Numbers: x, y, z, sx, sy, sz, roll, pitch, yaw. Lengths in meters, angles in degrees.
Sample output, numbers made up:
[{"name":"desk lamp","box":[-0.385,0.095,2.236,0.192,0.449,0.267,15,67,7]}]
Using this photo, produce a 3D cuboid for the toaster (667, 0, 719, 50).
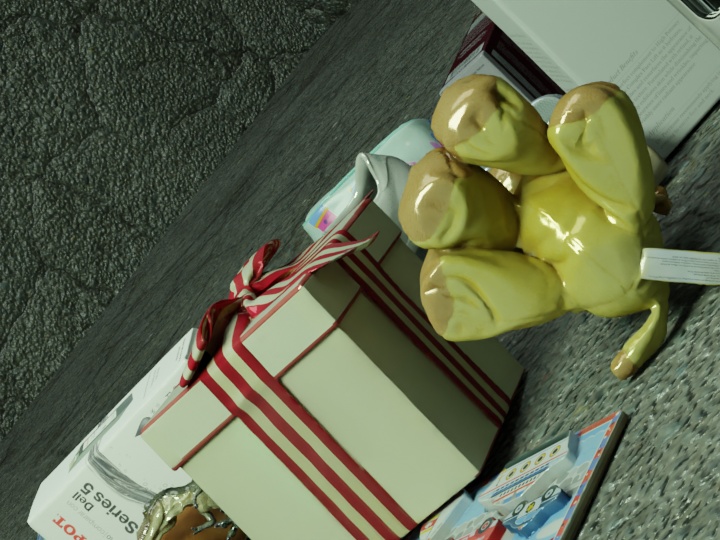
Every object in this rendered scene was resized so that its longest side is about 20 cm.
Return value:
[{"name":"toaster","box":[0.255,-0.200,1.131,0.119,0.181,0.200,-45,12,19]}]

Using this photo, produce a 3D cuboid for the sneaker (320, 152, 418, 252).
[{"name":"sneaker","box":[0.000,0.000,1.502,0.075,0.088,0.202,-5,69,49]}]

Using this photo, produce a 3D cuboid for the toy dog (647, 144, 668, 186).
[{"name":"toy dog","box":[0.139,-0.067,1.339,0.132,0.096,0.200,-52,12,-26]}]

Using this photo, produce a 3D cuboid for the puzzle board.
[{"name":"puzzle board","box":[0.061,0.164,1.042,0.200,0.017,0.151,-35,17,47]}]

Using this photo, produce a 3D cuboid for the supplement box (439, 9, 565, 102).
[{"name":"supplement box","box":[0.146,-0.185,1.692,0.061,0.109,0.200,-41,12,29]}]

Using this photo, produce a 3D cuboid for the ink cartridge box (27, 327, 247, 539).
[{"name":"ink cartridge box","box":[-0.155,0.173,1.499,0.200,0.145,0.084,-45,12,12]}]

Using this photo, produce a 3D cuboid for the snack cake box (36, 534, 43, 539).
[{"name":"snack cake box","box":[-0.268,0.266,1.816,0.115,0.067,0.200,-47,11,5]}]

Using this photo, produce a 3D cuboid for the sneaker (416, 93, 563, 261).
[{"name":"sneaker","box":[0.117,-0.072,1.557,0.200,0.073,0.071,-40,-6,16]}]

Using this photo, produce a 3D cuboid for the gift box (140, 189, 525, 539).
[{"name":"gift box","box":[-0.010,0.064,1.184,0.200,0.187,0.185,-44,5,21]}]

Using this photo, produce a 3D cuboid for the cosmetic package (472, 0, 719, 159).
[{"name":"cosmetic package","box":[0.175,-0.181,1.322,0.102,0.200,0.074,-47,11,-1]}]

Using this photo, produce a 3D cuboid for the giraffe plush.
[{"name":"giraffe plush","box":[0.129,-0.041,1.110,0.162,0.199,0.174,-68,-2,-74]}]

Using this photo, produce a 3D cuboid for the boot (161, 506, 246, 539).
[{"name":"boot","box":[-0.124,0.245,1.366,0.200,0.074,0.154,-51,19,-23]}]

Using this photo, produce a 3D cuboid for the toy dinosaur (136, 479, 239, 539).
[{"name":"toy dinosaur","box":[-0.076,0.167,1.365,0.199,0.048,0.088,-20,27,-7]}]

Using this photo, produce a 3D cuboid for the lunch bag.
[{"name":"lunch bag","box":[0.038,-0.068,1.664,0.160,0.077,0.200,-40,-6,12]}]
